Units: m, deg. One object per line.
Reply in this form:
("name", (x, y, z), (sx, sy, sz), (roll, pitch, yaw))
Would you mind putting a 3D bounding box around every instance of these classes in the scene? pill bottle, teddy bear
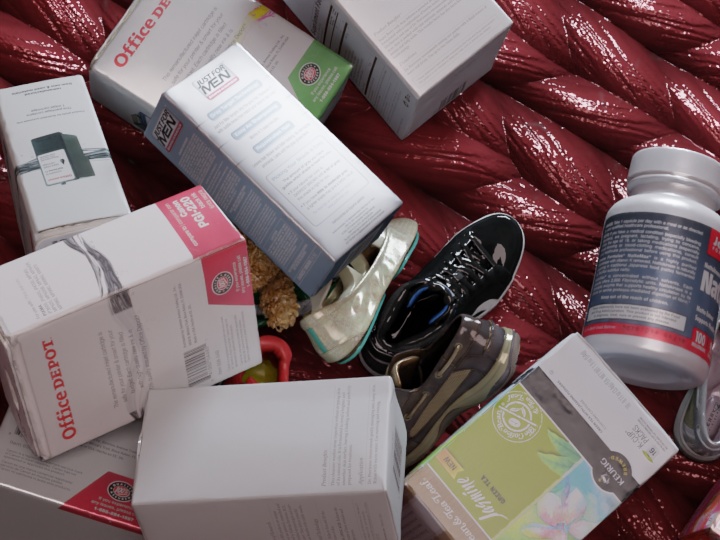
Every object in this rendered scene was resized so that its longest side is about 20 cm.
("pill bottle", (0.273, -0.003, 1.502), (0.118, 0.120, 0.202), (14, 74, -3))
("teddy bear", (-0.099, -0.015, 1.420), (0.198, 0.067, 0.147), (-8, 94, -24))

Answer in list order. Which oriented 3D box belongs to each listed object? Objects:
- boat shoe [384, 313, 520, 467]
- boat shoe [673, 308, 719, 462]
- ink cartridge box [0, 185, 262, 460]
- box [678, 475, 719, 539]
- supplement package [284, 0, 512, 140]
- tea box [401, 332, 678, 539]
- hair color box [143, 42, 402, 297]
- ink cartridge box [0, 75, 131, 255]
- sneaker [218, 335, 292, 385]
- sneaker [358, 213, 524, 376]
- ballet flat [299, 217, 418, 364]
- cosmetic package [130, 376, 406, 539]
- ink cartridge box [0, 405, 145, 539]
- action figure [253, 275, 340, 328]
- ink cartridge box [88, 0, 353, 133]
("boat shoe", (0.052, 0.100, 1.424), (0.073, 0.200, 0.075), (36, 31, -16))
("boat shoe", (0.347, 0.078, 1.519), (0.074, 0.065, 0.203), (27, 74, 0))
("ink cartridge box", (-0.188, 0.041, 1.292), (0.199, 0.147, 0.085), (-25, 48, -20))
("box", (0.390, 0.188, 1.480), (0.102, 0.095, 0.200), (37, 74, 3))
("supplement package", (0.026, -0.248, 1.535), (0.121, 0.120, 0.200), (-38, 83, -13))
("tea box", (0.132, 0.179, 1.395), (0.196, 0.200, 0.134), (-40, 84, -15))
("hair color box", (-0.073, -0.085, 1.377), (0.200, 0.061, 0.099), (44, 51, 6))
("ink cartridge box", (-0.246, -0.046, 1.391), (0.082, 0.147, 0.201), (-12, 45, -13))
("sneaker", (-0.102, 0.131, 1.397), (0.076, 0.085, 0.201), (23, 42, -12))
("sneaker", (0.085, 0.016, 1.477), (0.073, 0.112, 0.200), (44, 75, 4))
("ballet flat", (0.000, 0.000, 1.452), (0.062, 0.067, 0.201), (45, 37, -15))
("cosmetic package", (-0.069, 0.151, 1.267), (0.198, 0.082, 0.114), (-3, 48, 10))
("ink cartridge box", (-0.222, 0.141, 1.380), (0.144, 0.084, 0.201), (18, 45, -3))
("action figure", (-0.104, 0.013, 1.488), (0.198, 0.055, 0.119), (-6, 73, -13))
("ink cartridge box", (-0.130, -0.174, 1.514), (0.199, 0.088, 0.146), (33, 73, 0))
